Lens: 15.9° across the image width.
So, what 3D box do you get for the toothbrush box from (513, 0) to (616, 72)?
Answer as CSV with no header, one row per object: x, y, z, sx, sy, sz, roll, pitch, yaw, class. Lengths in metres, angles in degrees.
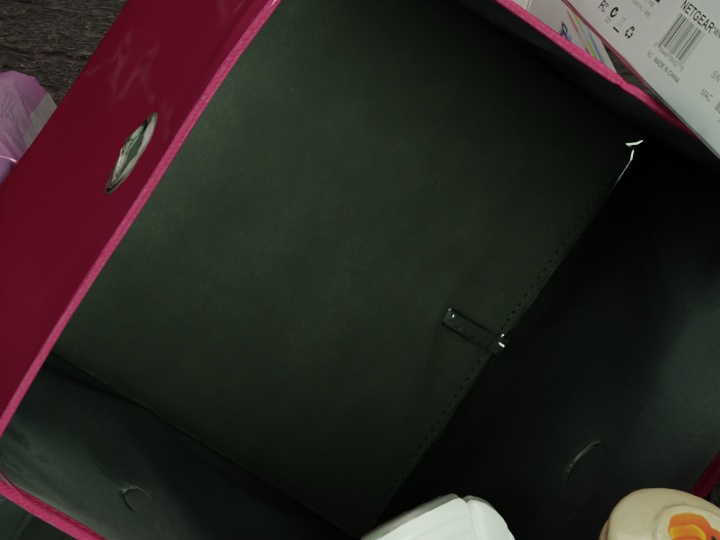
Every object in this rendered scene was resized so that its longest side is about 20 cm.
0.006,-0.054,1.147,0.200,0.086,0.146,-23,19,19,toothbrush box

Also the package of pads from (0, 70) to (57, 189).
-0.201,0.000,0.963,0.199,0.076,0.121,-22,16,5,package of pads

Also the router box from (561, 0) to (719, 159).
0.149,-0.051,0.792,0.179,0.049,0.200,28,15,-32,router box

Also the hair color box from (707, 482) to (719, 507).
0.233,0.058,0.988,0.199,0.111,0.064,3,16,-7,hair color box

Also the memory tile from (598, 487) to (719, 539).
0.161,0.124,0.663,0.153,0.017,0.200,-8,51,-40,memory tile

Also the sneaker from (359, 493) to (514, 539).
0.046,0.133,0.671,0.090,0.078,0.200,60,10,31,sneaker

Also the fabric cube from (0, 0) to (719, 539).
0.000,0.000,0.823,0.200,0.196,0.199,33,7,-19,fabric cube

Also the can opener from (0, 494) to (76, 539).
-0.111,0.082,0.923,0.067,0.053,0.200,34,-6,-39,can opener
